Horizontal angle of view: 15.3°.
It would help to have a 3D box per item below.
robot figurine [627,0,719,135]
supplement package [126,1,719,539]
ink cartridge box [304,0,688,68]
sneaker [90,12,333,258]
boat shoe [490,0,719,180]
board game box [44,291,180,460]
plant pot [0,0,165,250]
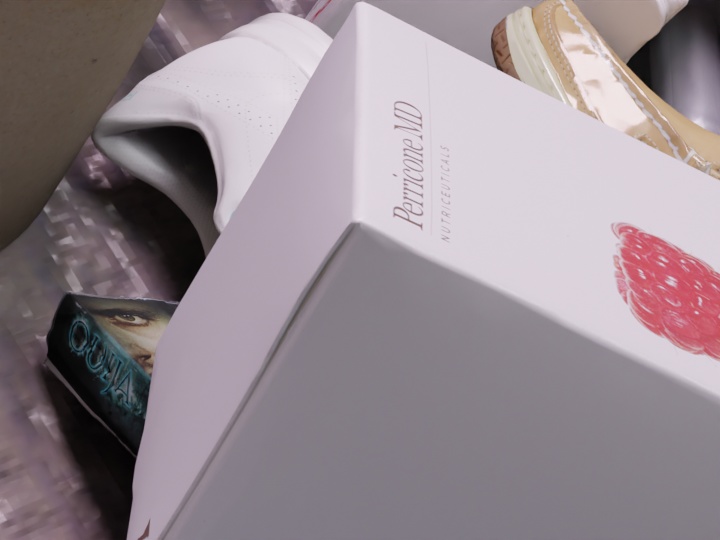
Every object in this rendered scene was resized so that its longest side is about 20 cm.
[{"bbox_3d":[0.149,-0.025,0.957,0.170,0.113,0.200,39,35,-40],"label":"robot figurine"},{"bbox_3d":[0.058,0.046,0.649,0.200,0.120,0.121,25,26,-13],"label":"supplement package"},{"bbox_3d":[0.062,-0.122,0.934,0.084,0.145,0.200,39,39,-8],"label":"ink cartridge box"},{"bbox_3d":[0.000,0.000,0.793,0.088,0.075,0.200,-24,47,-36],"label":"sneaker"},{"bbox_3d":[0.117,-0.007,0.794,0.200,0.076,0.072,57,13,9],"label":"boat shoe"},{"bbox_3d":[0.021,0.054,0.791,0.200,0.028,0.135,6,23,-41],"label":"board game box"},{"bbox_3d":[-0.112,-0.129,0.736,0.187,0.200,0.187,24,45,-26],"label":"plant pot"}]
